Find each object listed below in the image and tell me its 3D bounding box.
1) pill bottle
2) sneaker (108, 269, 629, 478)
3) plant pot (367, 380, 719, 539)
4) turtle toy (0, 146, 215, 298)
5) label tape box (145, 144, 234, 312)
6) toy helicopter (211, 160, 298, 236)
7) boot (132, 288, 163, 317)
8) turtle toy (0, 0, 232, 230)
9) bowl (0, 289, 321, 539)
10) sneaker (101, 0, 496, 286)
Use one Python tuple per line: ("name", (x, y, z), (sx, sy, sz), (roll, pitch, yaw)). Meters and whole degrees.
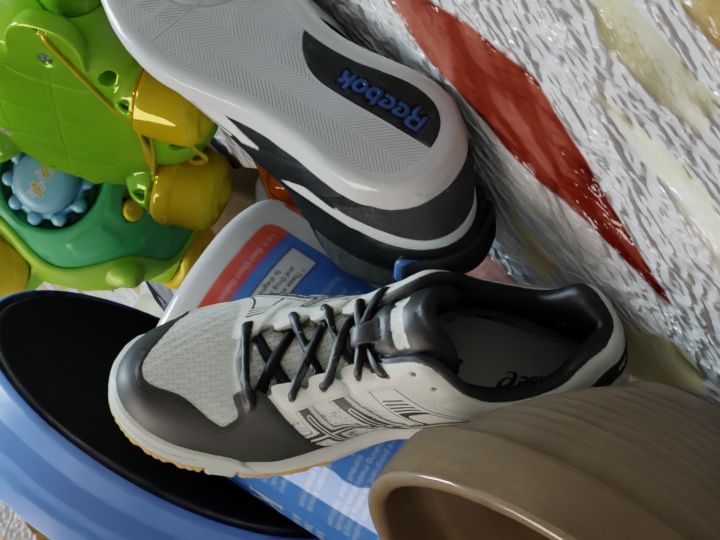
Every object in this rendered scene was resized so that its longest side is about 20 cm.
("pill bottle", (0.016, 0.066, 1.182), (0.200, 0.112, 0.112), (32, 165, 13))
("sneaker", (0.004, 0.029, 1.089), (0.088, 0.199, 0.076), (96, 170, -63))
("plant pot", (0.108, 0.107, 1.039), (0.201, 0.093, 0.201), (36, 161, 14))
("turtle toy", (-0.145, -0.072, 1.411), (0.200, 0.145, 0.101), (61, 142, 32))
("label tape box", (-0.042, 0.032, 1.517), (0.200, 0.063, 0.144), (46, 168, 27))
("toy helicopter", (0.000, 0.000, 1.285), (0.200, 0.079, 0.133), (23, 143, 46))
("boot", (-0.092, 0.102, 1.697), (0.200, 0.155, 0.073), (47, 168, 18))
("turtle toy", (-0.117, -0.107, 1.251), (0.145, 0.101, 0.200), (17, 153, 9))
("bowl", (-0.087, 0.075, 1.251), (0.200, 0.039, 0.201), (26, -161, -10))
("sneaker", (-0.028, -0.059, 1.143), (0.200, 0.073, 0.112), (42, 164, 33))
